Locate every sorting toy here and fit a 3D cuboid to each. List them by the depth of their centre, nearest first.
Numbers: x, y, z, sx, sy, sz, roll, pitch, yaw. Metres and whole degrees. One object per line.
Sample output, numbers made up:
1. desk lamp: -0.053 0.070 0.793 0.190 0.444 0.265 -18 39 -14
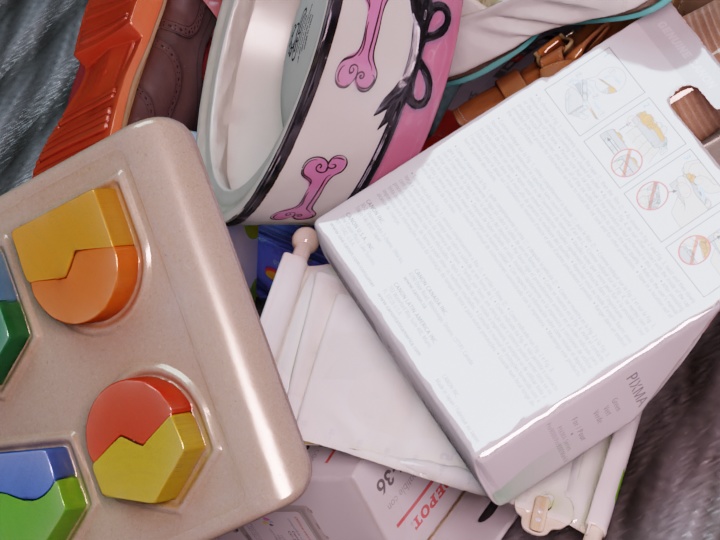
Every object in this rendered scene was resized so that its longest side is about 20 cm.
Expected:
1. sorting toy: -0.135 0.051 1.369 0.199 0.186 0.036 -25 -11 27

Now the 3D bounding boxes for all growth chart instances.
1. growth chart: 0.040 0.051 1.402 0.199 0.018 0.145 20 49 11

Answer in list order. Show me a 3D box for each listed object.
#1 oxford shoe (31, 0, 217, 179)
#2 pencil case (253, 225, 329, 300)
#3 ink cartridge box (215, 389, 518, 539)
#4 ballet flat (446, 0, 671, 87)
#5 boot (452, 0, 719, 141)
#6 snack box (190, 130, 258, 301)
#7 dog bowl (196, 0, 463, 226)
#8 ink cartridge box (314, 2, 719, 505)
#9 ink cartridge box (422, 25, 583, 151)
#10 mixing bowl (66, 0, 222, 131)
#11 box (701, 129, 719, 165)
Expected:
1. oxford shoe: -0.119 -0.071 1.584 0.071 0.072 0.201 -14 52 48
2. pencil case: 0.000 0.000 1.581 0.078 0.087 0.200 -59 31 -4
3. ink cartridge box: -0.005 0.085 1.458 0.199 0.068 0.117 -2 37 41
4. ballet flat: 0.081 -0.142 1.453 0.069 0.070 0.200 -47 18 -31
5. boot: 0.120 -0.102 1.497 0.155 0.077 0.200 -28 32 12
6. snack box: -0.113 0.035 1.529 0.053 0.143 0.200 13 33 18
7. dog bowl: -0.014 -0.111 1.476 0.200 0.073 0.201 -166 90 -72
8. ink cartridge box: 0.101 -0.011 1.375 0.199 0.050 0.161 -31 55 -4
9. ink cartridge box: 0.100 -0.088 1.618 0.199 0.050 0.162 -19 21 -24
10. mixing bowl: -0.081 -0.115 1.727 0.199 0.109 0.200 -3 3 0
11. box: 0.172 -0.043 1.492 0.199 0.082 0.068 -26 28 3
